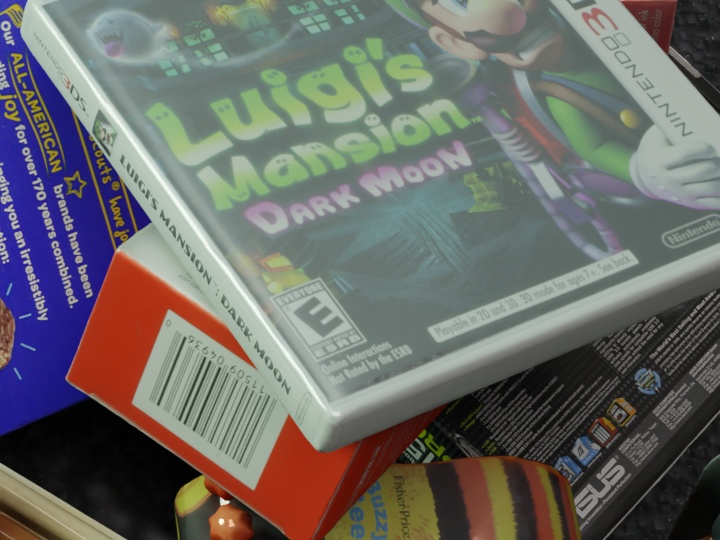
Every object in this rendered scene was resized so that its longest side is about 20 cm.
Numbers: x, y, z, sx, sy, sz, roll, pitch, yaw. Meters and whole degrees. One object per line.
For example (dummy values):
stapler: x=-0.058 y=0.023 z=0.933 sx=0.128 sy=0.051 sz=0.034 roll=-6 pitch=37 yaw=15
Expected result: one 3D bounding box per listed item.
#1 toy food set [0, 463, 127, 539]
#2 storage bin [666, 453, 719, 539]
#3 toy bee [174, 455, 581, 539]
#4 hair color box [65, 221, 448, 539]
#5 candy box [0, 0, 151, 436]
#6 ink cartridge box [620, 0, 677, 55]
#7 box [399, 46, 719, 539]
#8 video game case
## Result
toy food set: x=-0.113 y=0.114 z=0.749 sx=0.199 sy=0.061 sz=0.144 roll=30 pitch=56 yaw=9
storage bin: x=0.179 y=0.130 z=0.865 sx=0.145 sy=0.200 sz=0.135 roll=-17 pitch=71 yaw=-7
toy bee: x=-0.018 y=0.097 z=0.855 sx=0.199 sy=0.109 sz=0.131 roll=-27 pitch=69 yaw=-13
hair color box: x=0.000 y=0.000 z=0.862 sx=0.101 sy=0.061 sz=0.200 roll=34 pitch=37 yaw=12
candy box: x=-0.153 y=-0.023 z=0.867 sx=0.199 sy=0.077 sz=0.170 roll=-22 pitch=100 yaw=-30
ink cartridge box: x=0.014 y=-0.122 z=0.984 sx=0.199 sy=0.068 sz=0.117 roll=-3 pitch=54 yaw=-2
box: x=0.081 y=0.001 z=0.990 sx=0.160 sy=0.044 sz=0.200 roll=43 pitch=62 yaw=7
video game case: x=0.019 y=-0.046 z=0.825 sx=0.199 sy=0.023 sz=0.182 roll=-21 pitch=60 yaw=-32
